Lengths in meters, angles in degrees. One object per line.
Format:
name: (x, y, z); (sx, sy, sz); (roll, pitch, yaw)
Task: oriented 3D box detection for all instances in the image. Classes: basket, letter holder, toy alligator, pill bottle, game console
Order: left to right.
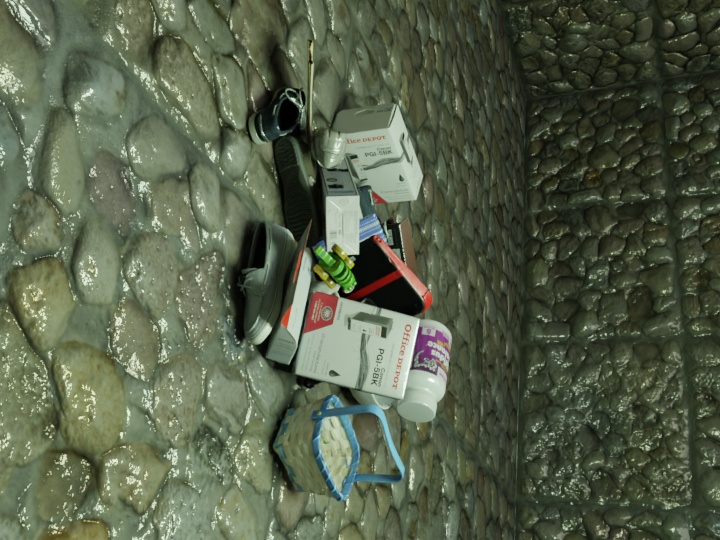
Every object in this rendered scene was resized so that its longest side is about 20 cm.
basket: (-0.036, 0.298, 1.302); (0.140, 0.196, 0.179); (-64, 144, -49)
toy alligator: (-0.031, 0.011, 1.334); (0.059, 0.054, 0.200); (-46, 152, -5)
game console: (0.025, 0.031, 1.442); (0.177, 0.199, 0.031); (49, 48, -11)
letter holder: (0.080, -0.020, 1.778); (0.142, 0.099, 0.204); (-39, 122, -65)
pill bottle: (0.132, 0.215, 1.632); (0.113, 0.110, 0.203); (62, 31, -44)

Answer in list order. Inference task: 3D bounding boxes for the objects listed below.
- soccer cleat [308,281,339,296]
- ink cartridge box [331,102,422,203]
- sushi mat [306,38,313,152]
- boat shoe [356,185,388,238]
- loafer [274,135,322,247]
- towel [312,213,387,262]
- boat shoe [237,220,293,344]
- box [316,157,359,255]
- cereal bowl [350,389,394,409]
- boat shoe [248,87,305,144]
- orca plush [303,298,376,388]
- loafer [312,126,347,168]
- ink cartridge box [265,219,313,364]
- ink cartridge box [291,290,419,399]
soccer cleat: (-0.052, 0.116, 1.457); (0.069, 0.076, 0.203); (-55, 136, -57)
ink cartridge box: (0.035, -0.246, 1.646); (0.202, 0.144, 0.084); (63, 34, -41)
sushi mat: (-0.093, -0.310, 1.393); (0.097, 0.012, 0.202); (-93, -174, -47)
boat shoe: (0.026, -0.082, 1.626); (0.075, 0.061, 0.204); (124, -52, -74)
loafer: (-0.098, -0.144, 1.382); (0.069, 0.074, 0.204); (-22, 107, -52)
towel: (0.000, 0.000, 1.520); (0.024, 0.143, 0.202); (-116, -179, -59)
boat shoe: (-0.165, 0.015, 1.231); (0.071, 0.069, 0.204); (28, 62, -36)
box: (-0.044, -0.123, 1.408); (0.201, 0.059, 0.119); (-107, -164, -62)
cereal bowl: (0.016, 0.190, 1.604); (0.199, 0.082, 0.205); (-4, 90, -68)
boat shoe: (-0.132, -0.280, 1.350); (0.200, 0.061, 0.076); (-52, 132, -59)
orca plush: (-0.023, 0.146, 1.405); (0.200, 0.071, 0.106); (-42, 137, -20)
loafer: (-0.060, -0.224, 1.402); (0.200, 0.069, 0.071); (-90, -167, -80)
ink cartridge box: (-0.101, 0.038, 1.246); (0.201, 0.046, 0.163); (122, -19, -55)
ink cartridge box: (-0.008, 0.132, 1.341); (0.083, 0.196, 0.150); (148, -44, -79)
